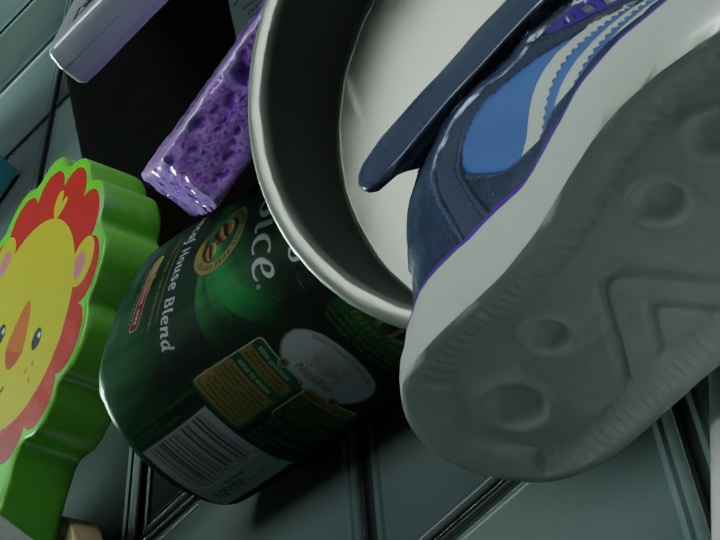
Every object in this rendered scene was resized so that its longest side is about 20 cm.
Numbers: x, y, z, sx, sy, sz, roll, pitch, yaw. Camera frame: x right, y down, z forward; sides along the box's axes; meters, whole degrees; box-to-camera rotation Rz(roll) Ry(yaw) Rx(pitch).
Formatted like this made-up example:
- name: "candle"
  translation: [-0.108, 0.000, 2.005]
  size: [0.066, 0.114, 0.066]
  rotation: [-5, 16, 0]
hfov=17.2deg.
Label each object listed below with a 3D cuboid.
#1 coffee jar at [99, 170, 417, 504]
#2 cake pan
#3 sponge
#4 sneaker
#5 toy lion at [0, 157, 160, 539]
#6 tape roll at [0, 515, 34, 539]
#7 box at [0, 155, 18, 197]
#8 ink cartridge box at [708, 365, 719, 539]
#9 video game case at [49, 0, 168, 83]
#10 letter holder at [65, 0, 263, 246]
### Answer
- name: "coffee jar"
  translation: [0.000, 0.000, 0.842]
  size: [0.200, 0.085, 0.105]
  rotation: [-32, 27, 38]
- name: "cake pan"
  translation: [0.059, -0.069, 0.723]
  size: [0.199, 0.037, 0.202]
  rotation: [-13, 63, 26]
- name: "sponge"
  translation: [-0.011, -0.110, 0.861]
  size: [0.201, 0.030, 0.112]
  rotation: [-55, 6, -4]
- name: "sneaker"
  translation: [0.081, -0.054, 0.528]
  size: [0.200, 0.080, 0.147]
  rotation: [-43, 24, 41]
- name: "toy lion"
  translation: [-0.145, 0.050, 0.997]
  size: [0.200, 0.068, 0.193]
  rotation: [-11, 63, 61]
- name: "tape roll"
  translation: [-0.173, 0.137, 0.788]
  size: [0.139, 0.203, 0.202]
  rotation: [-54, 21, -14]
- name: "box"
  translation: [-0.306, -0.036, 1.597]
  size: [0.200, 0.049, 0.083]
  rotation: [-14, 40, 58]
- name: "ink cartridge box"
  translation: [0.154, 0.007, 0.512]
  size: [0.146, 0.086, 0.200]
  rotation: [-38, 21, 28]
- name: "video game case"
  translation: [-0.039, -0.169, 0.936]
  size: [0.200, 0.022, 0.182]
  rotation: [-44, 14, 13]
- name: "letter holder"
  translation: [-0.009, -0.092, 1.035]
  size: [0.200, 0.142, 0.101]
  rotation: [-36, 56, 34]
